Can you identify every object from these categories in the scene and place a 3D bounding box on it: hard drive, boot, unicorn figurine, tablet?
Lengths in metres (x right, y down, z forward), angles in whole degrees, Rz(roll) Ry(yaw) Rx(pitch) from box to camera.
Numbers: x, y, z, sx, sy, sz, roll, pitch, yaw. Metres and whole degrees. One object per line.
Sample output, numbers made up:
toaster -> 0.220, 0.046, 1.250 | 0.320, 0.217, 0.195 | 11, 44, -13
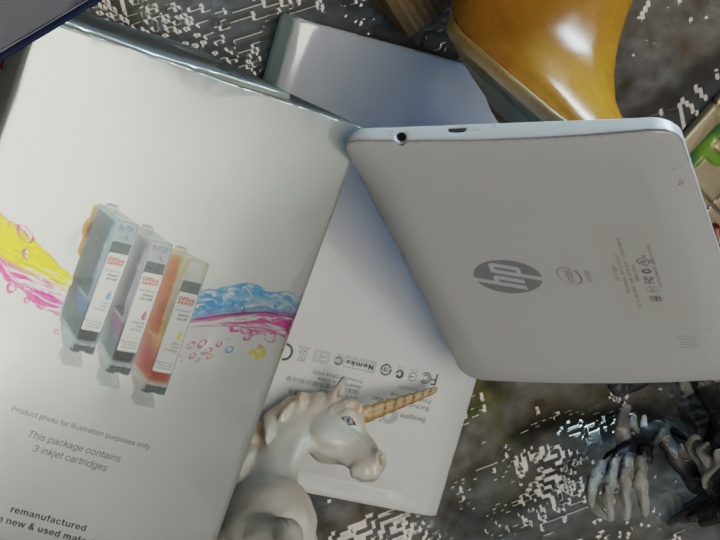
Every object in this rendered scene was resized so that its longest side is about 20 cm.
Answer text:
hard drive -> 0.000, 0.000, 1.256 | 0.132, 0.026, 0.200 | 13, 97, -25
boot -> 0.097, -0.124, 1.176 | 0.144, 0.201, 0.071 | -40, 139, -4
unicorn figurine -> -0.043, 0.130, 1.200 | 0.200, 0.137, 0.074 | -40, 126, 8
tablet -> 0.080, -0.003, 1.148 | 0.200, 0.130, 0.014 | 62, 32, -56

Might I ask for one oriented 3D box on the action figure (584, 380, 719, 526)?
action figure -> 0.153, 0.072, 1.290 | 0.200, 0.119, 0.102 | 53, 39, -19

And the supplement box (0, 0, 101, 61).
supplement box -> -0.211, -0.167, 1.033 | 0.134, 0.200, 0.200 | -32, 112, -13

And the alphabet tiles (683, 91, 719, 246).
alphabet tiles -> 0.238, -0.026, 1.359 | 0.167, 0.008, 0.200 | -48, 114, -6

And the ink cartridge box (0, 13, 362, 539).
ink cartridge box -> -0.115, 0.000, 1.143 | 0.145, 0.145, 0.200 | 19, 94, -25
